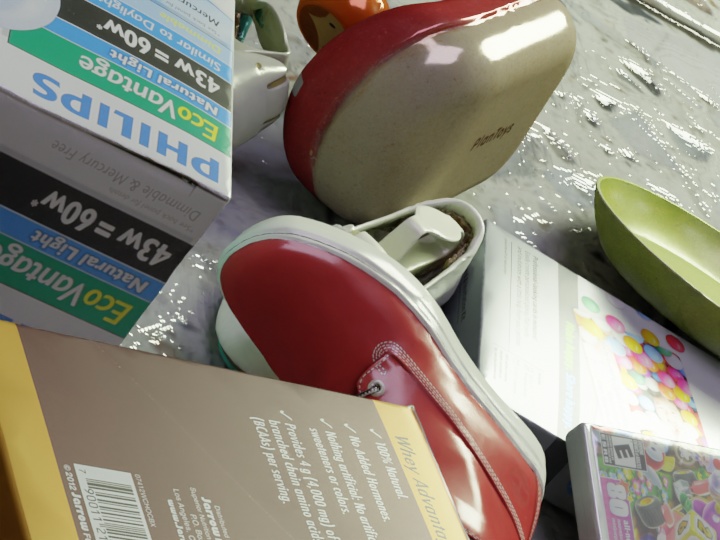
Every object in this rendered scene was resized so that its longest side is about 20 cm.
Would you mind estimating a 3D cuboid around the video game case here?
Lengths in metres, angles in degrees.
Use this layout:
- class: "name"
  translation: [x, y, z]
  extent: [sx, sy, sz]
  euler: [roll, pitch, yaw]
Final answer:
- class: "video game case"
  translation: [0.193, 0.156, 1.134]
  extent: [0.200, 0.018, 0.143]
  euler: [13, 55, -29]

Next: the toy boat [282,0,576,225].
- class: "toy boat"
  translation: [0.019, -0.111, 1.252]
  extent: [0.131, 0.131, 0.200]
  euler: [39, 29, 14]

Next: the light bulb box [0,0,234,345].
- class: "light bulb box"
  translation: [-0.167, -0.086, 1.011]
  extent: [0.198, 0.125, 0.200]
  euler: [27, 31, -21]

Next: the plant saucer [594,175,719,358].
- class: "plant saucer"
  translation: [0.211, 0.016, 1.349]
  extent: [0.200, 0.031, 0.200]
  euler: [31, 16, -10]

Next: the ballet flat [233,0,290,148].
- class: "ballet flat"
  translation: [-0.070, -0.107, 1.191]
  extent: [0.070, 0.067, 0.200]
  euler: [2, 36, -4]

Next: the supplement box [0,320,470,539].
- class: "supplement box"
  translation: [-0.062, 0.144, 0.809]
  extent: [0.200, 0.133, 0.197]
  euler: [14, 38, -37]

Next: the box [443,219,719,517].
- class: "box"
  translation: [0.133, 0.076, 1.212]
  extent: [0.200, 0.041, 0.156]
  euler: [32, 31, -15]

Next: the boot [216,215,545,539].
- class: "boot"
  translation: [0.006, 0.078, 1.013]
  extent: [0.200, 0.072, 0.144]
  euler: [46, 29, -20]

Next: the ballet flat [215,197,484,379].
- class: "ballet flat"
  translation: [0.000, 0.000, 1.140]
  extent: [0.069, 0.069, 0.200]
  euler: [47, 31, 12]
